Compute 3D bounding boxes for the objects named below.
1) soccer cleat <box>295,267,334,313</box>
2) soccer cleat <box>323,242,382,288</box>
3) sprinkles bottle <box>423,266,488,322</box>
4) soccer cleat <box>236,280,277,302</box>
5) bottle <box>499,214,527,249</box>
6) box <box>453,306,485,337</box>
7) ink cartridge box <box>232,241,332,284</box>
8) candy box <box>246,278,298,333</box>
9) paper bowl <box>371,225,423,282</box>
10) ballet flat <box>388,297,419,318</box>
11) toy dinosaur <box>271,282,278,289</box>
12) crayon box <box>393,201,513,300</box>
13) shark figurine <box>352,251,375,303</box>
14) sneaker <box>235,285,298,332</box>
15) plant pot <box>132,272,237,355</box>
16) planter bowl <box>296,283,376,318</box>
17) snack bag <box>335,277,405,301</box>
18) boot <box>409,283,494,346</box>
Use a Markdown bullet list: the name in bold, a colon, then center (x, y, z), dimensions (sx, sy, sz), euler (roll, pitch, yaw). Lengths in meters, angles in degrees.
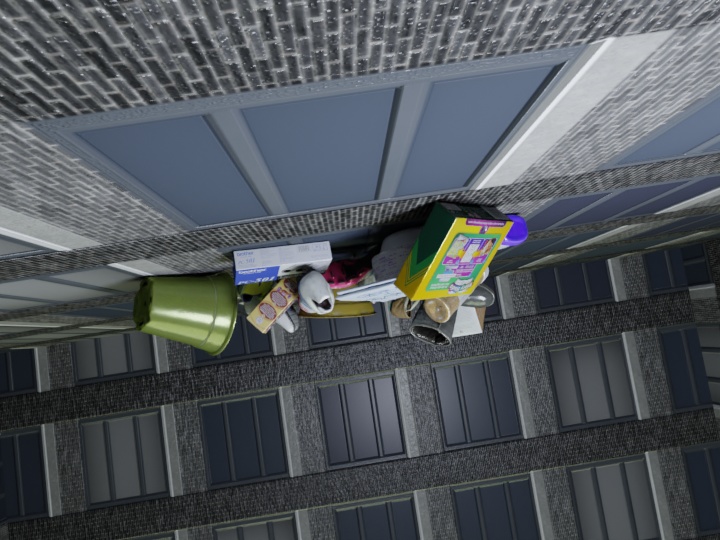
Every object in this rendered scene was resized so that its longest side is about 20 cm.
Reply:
- **soccer cleat**: center (-0.092, 0.066, 1.262), dimensions (0.070, 0.087, 0.200), euler (-36, 162, -10)
- **soccer cleat**: center (0.000, 0.000, 1.374), dimensions (0.198, 0.070, 0.086), euler (-23, 158, -7)
- **sprinkles bottle**: center (0.222, 0.040, 1.345), dimensions (0.068, 0.069, 0.200), euler (-15, -162, 46)
- **soccer cleat**: center (-0.218, 0.022, 1.361), dimensions (0.064, 0.085, 0.199), euler (-1, 164, -44)
- **bottle**: center (0.281, -0.072, 1.319), dimensions (0.083, 0.066, 0.200), euler (-5, 173, -26)
- **box**: center (0.250, 0.048, 1.543), dimensions (0.105, 0.201, 0.153), euler (-11, -155, 23)
- **ink cartridge box**: center (-0.165, -0.015, 1.233), dimensions (0.198, 0.045, 0.094), euler (-7, 162, -16)
- **candy box**: center (-0.174, 0.054, 1.358), dimensions (0.200, 0.056, 0.117), euler (-49, -179, -10)
- **paper bowl**: center (0.122, -0.031, 1.263), dimensions (0.199, 0.105, 0.201), euler (-10, 171, -2)
- **ballet flat**: center (0.127, 0.031, 1.446), dimensions (0.072, 0.202, 0.068), euler (25, -159, 26)
- **toy dinosaur**: center (-0.171, 0.025, 1.530), dimensions (0.134, 0.087, 0.200), euler (1, -175, -16)
- **crayon box**: center (0.173, -0.034, 1.085), dimensions (0.199, 0.058, 0.173), euler (-2, 127, -48)
- **shark figurine**: center (0.036, -0.006, 1.492), dimensions (0.214, 0.128, 0.090), euler (-40, 176, -45)
- **sneaker**: center (-0.235, 0.089, 1.465), dimensions (0.087, 0.200, 0.074), euler (-51, 163, 7)
- **plant pot**: center (-0.417, 0.088, 1.370), dimensions (0.189, 0.202, 0.199), euler (13, 162, -38)
- **planter bowl**: center (-0.060, 0.067, 1.452), dimensions (0.198, 0.084, 0.200), euler (-2, -179, 0)
- **snack bag**: center (0.075, 0.036, 1.229), dimensions (0.187, 0.022, 0.199), euler (-16, 168, 31)
- **boot**: center (0.218, 0.097, 1.371), dimensions (0.180, 0.073, 0.200), euler (10, -149, 10)
